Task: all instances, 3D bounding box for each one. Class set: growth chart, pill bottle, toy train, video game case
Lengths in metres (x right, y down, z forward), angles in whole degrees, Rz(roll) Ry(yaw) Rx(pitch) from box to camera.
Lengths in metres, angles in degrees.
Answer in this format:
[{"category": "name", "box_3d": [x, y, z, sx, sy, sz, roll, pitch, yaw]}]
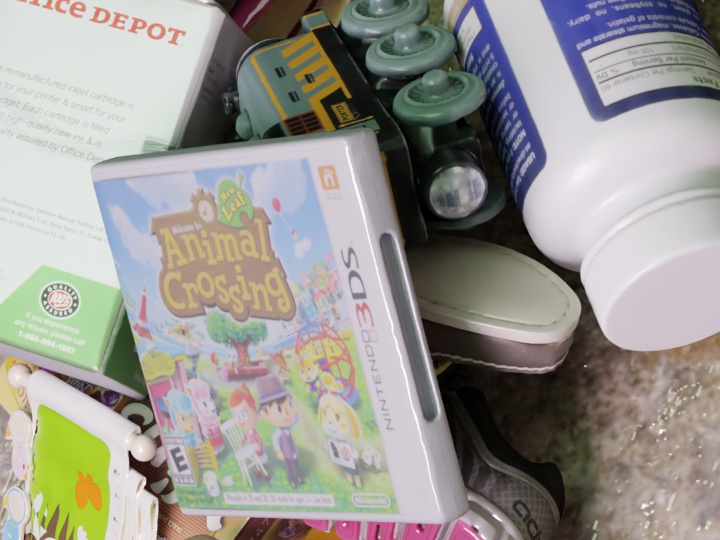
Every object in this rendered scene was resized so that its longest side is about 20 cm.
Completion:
[{"category": "growth chart", "box_3d": [-0.150, 0.156, 1.561, 0.144, 0.018, 0.201, 13, 104, 48]}, {"category": "pill bottle", "box_3d": [0.125, -0.068, 1.439, 0.119, 0.120, 0.201, -32, 57, 21]}, {"category": "toy train", "box_3d": [-0.002, -0.072, 1.464, 0.113, 0.086, 0.200, -16, 30, -7]}, {"category": "video game case", "box_3d": [-0.042, 0.029, 1.400, 0.199, 0.022, 0.183, -3, 104, 50]}]

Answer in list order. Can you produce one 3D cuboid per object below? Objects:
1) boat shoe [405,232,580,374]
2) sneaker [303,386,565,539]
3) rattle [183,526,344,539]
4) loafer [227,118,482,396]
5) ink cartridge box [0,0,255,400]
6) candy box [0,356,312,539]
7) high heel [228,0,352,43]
[{"category": "boat shoe", "box_3d": [0.018, 0.018, 1.438, 0.199, 0.072, 0.060, 16, 120, 29]}, {"category": "sneaker", "box_3d": [0.018, 0.088, 1.454, 0.199, 0.087, 0.074, 31, 133, 28]}, {"category": "rattle", "box_3d": [-0.033, 0.220, 1.501, 0.130, 0.143, 0.201, 9, 113, 30]}, {"category": "loafer", "box_3d": [0.000, 0.000, 1.544, 0.073, 0.071, 0.200, -25, 64, -14]}, {"category": "ink cartridge box", "box_3d": [-0.153, -0.053, 1.554, 0.145, 0.084, 0.201, 17, 83, 18]}, {"category": "candy box", "box_3d": [-0.101, 0.082, 1.579, 0.117, 0.056, 0.200, -52, 51, 8]}, {"category": "high heel", "box_3d": [-0.048, -0.106, 1.601, 0.096, 0.067, 0.201, -9, 64, 43]}]
